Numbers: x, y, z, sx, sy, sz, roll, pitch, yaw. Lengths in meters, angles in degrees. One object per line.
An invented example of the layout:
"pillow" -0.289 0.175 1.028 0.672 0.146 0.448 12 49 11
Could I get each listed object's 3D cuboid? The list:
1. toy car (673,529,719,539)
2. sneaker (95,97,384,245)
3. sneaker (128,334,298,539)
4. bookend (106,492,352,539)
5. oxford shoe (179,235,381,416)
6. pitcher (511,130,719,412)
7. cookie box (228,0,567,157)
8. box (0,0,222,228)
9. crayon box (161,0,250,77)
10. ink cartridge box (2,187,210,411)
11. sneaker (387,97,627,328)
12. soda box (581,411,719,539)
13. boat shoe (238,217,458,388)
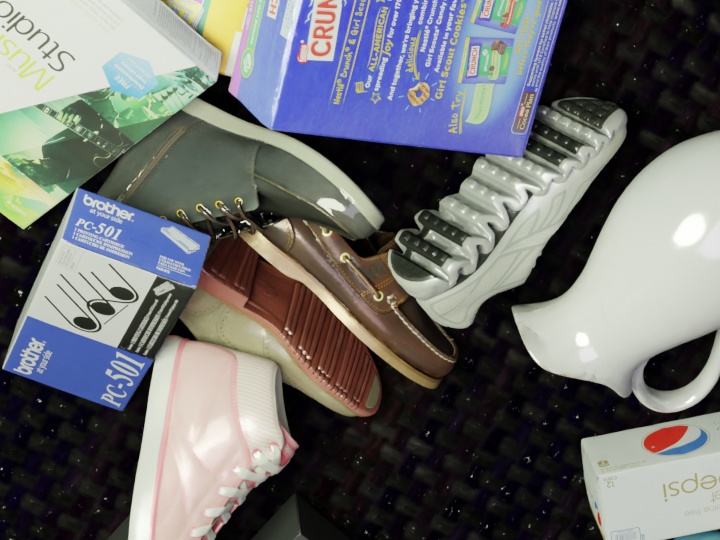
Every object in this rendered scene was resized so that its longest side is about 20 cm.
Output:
"toy car" 0.360 0.264 1.508 0.199 0.184 0.178 -17 111 -29
"sneaker" -0.083 -0.039 1.338 0.107 0.199 0.075 -58 148 -11
"sneaker" -0.099 0.148 1.382 0.104 0.075 0.202 7 78 4
"bookend" -0.101 0.231 1.474 0.200 0.092 0.199 40 100 -14
"oxford shoe" -0.069 0.041 1.437 0.200 0.071 0.075 43 129 -19
"pitcher" 0.232 0.009 1.423 0.171 0.122 0.200 29 116 -34
"cookie box" 0.031 -0.173 1.321 0.199 0.075 0.172 5 110 -31
"box" -0.210 -0.125 1.326 0.200 0.036 0.144 -33 121 31
"crayon box" -0.131 -0.205 1.341 0.199 0.058 0.119 14 107 -9
"ink cartridge box" -0.174 0.023 1.360 0.093 0.044 0.200 20 148 -11
"sneaker" 0.109 -0.042 1.405 0.200 0.075 0.081 -41 132 -8
"soda box" 0.267 0.146 1.487 0.199 0.068 0.064 -10 110 -1
"boat shoe" 0.000 0.000 1.414 0.200 0.070 0.070 41 102 -16
